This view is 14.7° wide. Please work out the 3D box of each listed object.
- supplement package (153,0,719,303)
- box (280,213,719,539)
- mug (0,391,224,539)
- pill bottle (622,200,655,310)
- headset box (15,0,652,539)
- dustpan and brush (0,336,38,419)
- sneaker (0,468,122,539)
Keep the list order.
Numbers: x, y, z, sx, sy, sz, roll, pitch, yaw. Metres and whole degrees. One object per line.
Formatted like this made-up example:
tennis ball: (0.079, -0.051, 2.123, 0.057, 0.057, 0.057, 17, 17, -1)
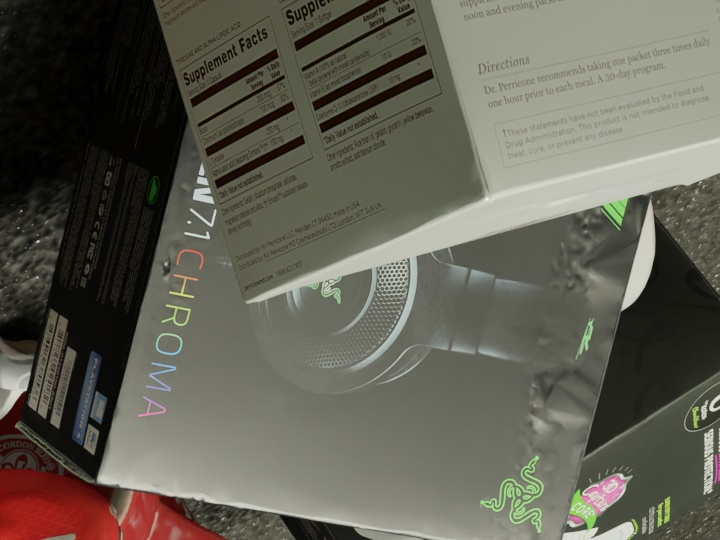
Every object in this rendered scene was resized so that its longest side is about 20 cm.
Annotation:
supplement package: (0.044, -0.118, 0.852, 0.190, 0.201, 0.147, -14, 176, -34)
box: (0.057, 0.059, 1.239, 0.199, 0.149, 0.125, -30, 152, -10)
mug: (-0.102, 0.125, 1.163, 0.176, 0.134, 0.200, -16, 147, 2)
pill bottle: (0.008, -0.007, 1.119, 0.199, 0.115, 0.115, -20, 149, -22)
headset box: (0.000, 0.000, 0.996, 0.199, 0.093, 0.175, 13, 95, -27)
dustpan and brush: (-0.153, 0.034, 1.024, 0.199, 0.057, 0.140, -18, 150, -13)
sneaker: (-0.181, 0.100, 1.001, 0.198, 0.078, 0.085, 0, 158, -14)
